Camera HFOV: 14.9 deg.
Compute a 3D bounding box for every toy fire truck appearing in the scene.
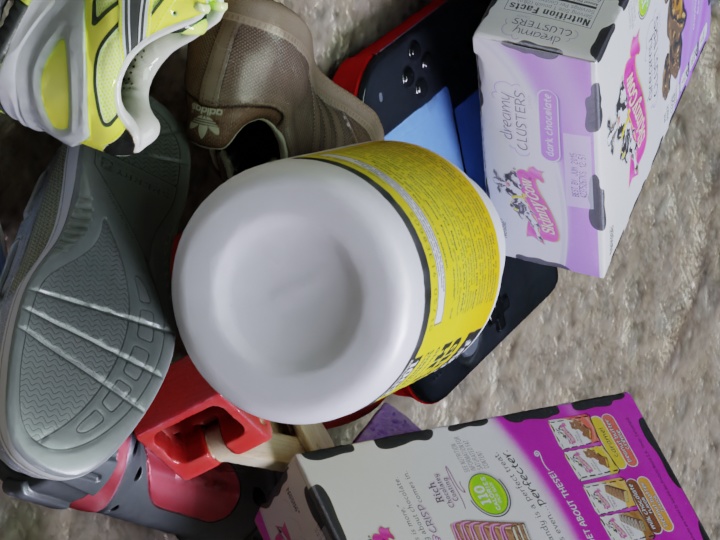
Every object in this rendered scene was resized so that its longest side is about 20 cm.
[{"bbox_3d":[-0.043,0.048,1.311,0.200,0.049,0.142,35,33,-51],"label":"toy fire truck"}]

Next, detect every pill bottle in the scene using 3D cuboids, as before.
[{"bbox_3d":[0.000,0.000,1.241,0.200,0.112,0.113,-19,111,-70],"label":"pill bottle"}]

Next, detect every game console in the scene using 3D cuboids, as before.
[{"bbox_3d":[0.050,-0.046,1.503,0.177,0.031,0.201,-37,124,-45],"label":"game console"}]

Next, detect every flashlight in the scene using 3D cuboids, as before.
[{"bbox_3d":[-0.093,0.091,1.294,0.200,0.067,0.069,22,74,-52],"label":"flashlight"}]

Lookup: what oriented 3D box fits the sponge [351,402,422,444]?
[{"bbox_3d":[0.061,0.162,1.339,0.112,0.200,0.030,-49,175,-45],"label":"sponge"}]

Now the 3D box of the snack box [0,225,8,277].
[{"bbox_3d":[-0.197,-0.061,1.162,0.072,0.024,0.201,-38,124,-46],"label":"snack box"}]

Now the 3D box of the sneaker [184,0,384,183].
[{"bbox_3d":[-0.045,-0.065,1.317,0.076,0.070,0.200,-70,158,-13],"label":"sneaker"}]

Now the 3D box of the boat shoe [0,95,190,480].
[{"bbox_3d":[-0.123,0.010,1.193,0.074,0.065,0.203,27,48,-25],"label":"boat shoe"}]

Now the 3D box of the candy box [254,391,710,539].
[{"bbox_3d":[0.067,0.141,1.296,0.199,0.061,0.137,-7,57,-33],"label":"candy box"}]

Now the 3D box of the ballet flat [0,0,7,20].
[{"bbox_3d":[-0.182,-0.077,1.111,0.067,0.056,0.201,54,53,-42],"label":"ballet flat"}]

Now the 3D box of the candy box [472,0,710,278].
[{"bbox_3d":[0.131,-0.127,1.503,0.168,0.071,0.201,83,27,-49],"label":"candy box"}]

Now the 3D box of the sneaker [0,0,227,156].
[{"bbox_3d":[-0.082,-0.142,1.158,0.201,0.076,0.075,-63,168,16],"label":"sneaker"}]
